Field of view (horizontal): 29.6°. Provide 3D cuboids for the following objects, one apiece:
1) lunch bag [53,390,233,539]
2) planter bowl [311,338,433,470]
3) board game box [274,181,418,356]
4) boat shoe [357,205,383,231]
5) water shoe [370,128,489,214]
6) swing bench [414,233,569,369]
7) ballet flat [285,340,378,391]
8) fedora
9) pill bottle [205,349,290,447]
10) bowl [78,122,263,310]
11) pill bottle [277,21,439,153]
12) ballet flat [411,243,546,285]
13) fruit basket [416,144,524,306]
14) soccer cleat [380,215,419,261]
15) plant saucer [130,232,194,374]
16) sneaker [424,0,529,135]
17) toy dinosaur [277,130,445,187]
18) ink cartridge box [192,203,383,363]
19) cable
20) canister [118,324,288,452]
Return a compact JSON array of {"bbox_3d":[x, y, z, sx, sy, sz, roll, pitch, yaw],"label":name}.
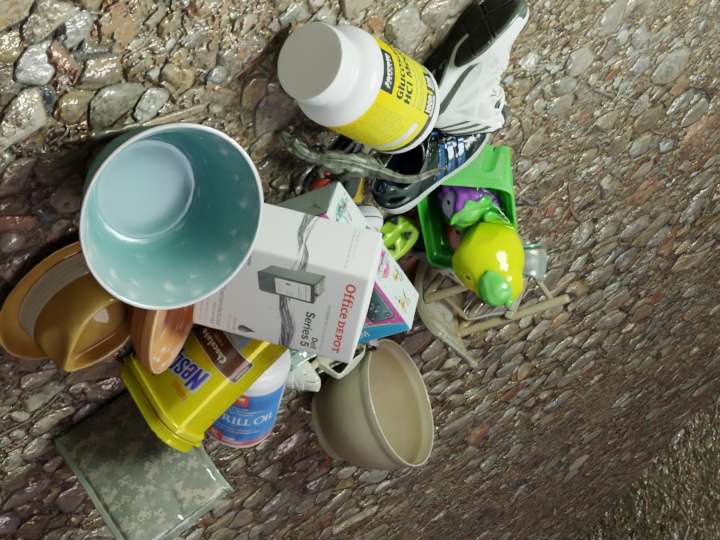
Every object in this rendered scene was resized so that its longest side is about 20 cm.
[{"bbox_3d":[-0.279,0.269,1.804,0.163,0.200,0.118,-34,152,-8],"label":"lunch bag"},{"bbox_3d":[0.008,0.221,2.112,0.134,0.202,0.200,-19,160,25],"label":"planter bowl"},{"bbox_3d":[-0.041,0.003,1.675,0.147,0.065,0.200,-18,127,29],"label":"board game box"},{"bbox_3d":[-0.046,-0.022,1.786,0.199,0.066,0.072,-21,148,-29],"label":"boat shoe"},{"bbox_3d":[0.095,-0.153,1.723,0.200,0.071,0.079,-48,159,-5],"label":"water shoe"},{"bbox_3d":[0.187,0.027,2.079,0.199,0.130,0.199,-35,154,6],"label":"swing bench"},{"bbox_3d":[-0.059,0.135,2.003,0.199,0.071,0.069,-26,151,-21],"label":"ballet flat"},{"bbox_3d":[-0.314,0.050,1.557,0.200,0.082,0.201,-28,151,-17],"label":"fedora"},{"bbox_3d":[-0.156,0.143,1.856,0.112,0.112,0.201,-21,147,-29],"label":"pill bottle"},{"bbox_3d":[-0.213,-0.071,1.430,0.199,0.105,0.202,-12,117,-25],"label":"bowl"},{"bbox_3d":[-0.003,-0.205,1.513,0.113,0.113,0.200,-46,152,16],"label":"pill bottle"},{"bbox_3d":[0.167,-0.006,1.948,0.198,0.064,0.067,0,-177,19],"label":"ballet flat"},{"bbox_3d":[0.152,-0.043,1.817,0.215,0.154,0.218,7,90,-75],"label":"fruit basket"},{"bbox_3d":[0.000,0.000,1.882,0.199,0.068,0.081,-36,165,-4],"label":"soccer cleat"},{"bbox_3d":[-0.218,0.020,1.584,0.200,0.037,0.202,19,90,-84],"label":"plant saucer"},{"bbox_3d":[0.154,-0.242,1.649,0.115,0.076,0.200,23,127,-33],"label":"sneaker"},{"bbox_3d":[-0.005,-0.123,1.617,0.198,0.048,0.088,9,174,-6],"label":"toy dinosaur"},{"bbox_3d":[-0.086,0.009,1.590,0.084,0.198,0.146,-74,177,-47],"label":"ink cartridge box"},{"bbox_3d":[-0.015,-0.153,1.680,0.096,0.050,0.201,5,120,-30],"label":"cable"},{"bbox_3d":[-0.193,0.106,1.719,0.200,0.149,0.086,-44,143,7],"label":"canister"}]
